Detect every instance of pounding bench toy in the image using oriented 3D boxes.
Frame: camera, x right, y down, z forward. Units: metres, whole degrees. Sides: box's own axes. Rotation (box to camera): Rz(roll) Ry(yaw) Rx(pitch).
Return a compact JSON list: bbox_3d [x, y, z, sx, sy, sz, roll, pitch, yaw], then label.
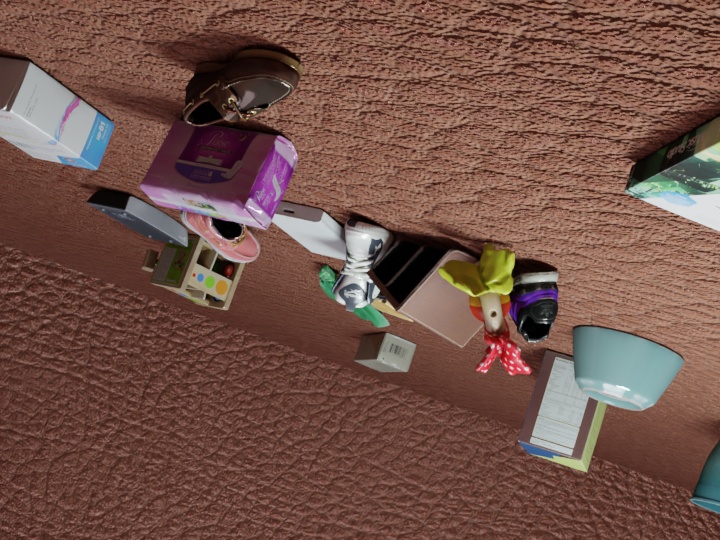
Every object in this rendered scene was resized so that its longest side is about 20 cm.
[{"bbox_3d":[-0.385,0.002,2.347,0.200,0.124,0.156,8,164,46],"label":"pounding bench toy"}]

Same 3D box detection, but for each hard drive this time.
[{"bbox_3d":[-0.461,-0.110,2.160,0.135,0.042,0.200,12,166,35],"label":"hard drive"},{"bbox_3d":[-0.076,-0.066,1.766,0.132,0.026,0.200,13,166,29],"label":"hard drive"}]

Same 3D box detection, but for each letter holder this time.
[{"bbox_3d":[0.135,0.017,1.666,0.200,0.142,0.101,31,-164,-48],"label":"letter holder"}]

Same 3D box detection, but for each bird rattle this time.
[{"bbox_3d":[0.202,0.057,1.539,0.113,0.200,0.163,-20,-170,11],"label":"bird rattle"}]

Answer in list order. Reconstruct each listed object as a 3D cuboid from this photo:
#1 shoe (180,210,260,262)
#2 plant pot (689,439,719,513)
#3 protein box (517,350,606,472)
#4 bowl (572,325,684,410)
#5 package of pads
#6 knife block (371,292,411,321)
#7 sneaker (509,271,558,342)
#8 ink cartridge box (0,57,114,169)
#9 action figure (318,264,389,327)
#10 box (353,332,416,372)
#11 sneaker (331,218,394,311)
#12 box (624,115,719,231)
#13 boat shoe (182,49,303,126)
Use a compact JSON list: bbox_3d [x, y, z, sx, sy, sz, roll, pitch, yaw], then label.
[{"bbox_3d":[-0.241,-0.066,1.924,0.091,0.072,0.200,16,165,44],"label":"shoe"},{"bbox_3d":[0.809,0.419,2.136,0.200,0.188,0.200,19,169,4],"label":"plant pot"},{"bbox_3d":[0.433,0.297,2.162,0.135,0.200,0.199,16,168,20],"label":"protein box"},{"bbox_3d":[0.460,0.182,1.829,0.201,0.105,0.201,19,169,4],"label":"bowl"},{"bbox_3d":[-0.193,-0.135,1.402,0.200,0.121,0.076,13,161,32],"label":"package of pads"},{"bbox_3d":[0.083,0.053,1.877,0.175,0.064,0.200,29,173,23],"label":"knife block"},{"bbox_3d":[0.256,0.065,1.592,0.069,0.100,0.200,-4,170,-7],"label":"sneaker"},{"bbox_3d":[-0.487,-0.234,1.522,0.144,0.085,0.200,13,168,28],"label":"ink cartridge box"},{"bbox_3d":[-0.026,0.045,2.132,0.118,0.055,0.200,12,159,39],"label":"action figure"},{"bbox_3d":[0.063,0.219,2.724,0.095,0.078,0.200,23,168,-16],"label":"box"},{"bbox_3d":[0.000,0.000,1.685,0.079,0.130,0.199,18,168,7],"label":"sneaker"},{"bbox_3d":[0.353,-0.082,0.953,0.144,0.036,0.200,21,168,-6],"label":"box"},{"bbox_3d":[-0.135,-0.197,1.151,0.070,0.070,0.200,28,165,-31],"label":"boat shoe"}]
